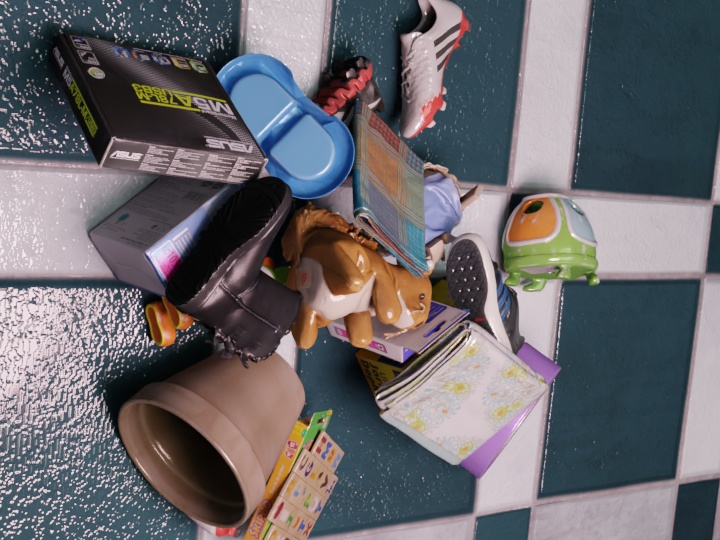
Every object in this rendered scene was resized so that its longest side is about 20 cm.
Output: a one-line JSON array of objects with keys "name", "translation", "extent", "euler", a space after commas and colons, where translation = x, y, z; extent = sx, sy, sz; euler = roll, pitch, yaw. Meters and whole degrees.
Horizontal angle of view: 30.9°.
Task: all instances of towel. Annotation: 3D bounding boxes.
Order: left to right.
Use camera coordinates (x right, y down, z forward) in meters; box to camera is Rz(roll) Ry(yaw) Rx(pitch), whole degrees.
[{"name": "towel", "translation": [0.038, -0.104, 1.625], "extent": [0.147, 0.022, 0.200], "euler": [41, 36, -38]}, {"name": "towel", "translation": [0.133, 0.163, 1.703], "extent": [0.171, 0.048, 0.200], "euler": [-40, 134, 14]}]

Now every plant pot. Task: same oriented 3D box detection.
[{"name": "plant pot", "translation": [-0.162, 0.181, 1.579], "extent": [0.174, 0.200, 0.200], "euler": [-44, 123, -36]}]

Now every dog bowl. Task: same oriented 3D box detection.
[{"name": "dog bowl", "translation": [-0.095, -0.173, 1.588], "extent": [0.200, 0.050, 0.111], "euler": [45, 89, 2]}]

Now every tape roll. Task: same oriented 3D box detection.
[{"name": "tape roll", "translation": [0.205, 0.202, 1.875], "extent": [0.200, 0.066, 0.200], "euler": [-52, 168, -15]}]

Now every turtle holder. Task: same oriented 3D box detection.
[{"name": "turtle holder", "translation": [0.295, -0.041, 1.932], "extent": [0.185, 0.141, 0.132], "euler": [4, 79, -30]}]

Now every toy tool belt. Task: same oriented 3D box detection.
[{"name": "toy tool belt", "translation": [0.068, -0.058, 1.752], "extent": [0.200, 0.123, 0.125], "euler": [-42, 117, -25]}]

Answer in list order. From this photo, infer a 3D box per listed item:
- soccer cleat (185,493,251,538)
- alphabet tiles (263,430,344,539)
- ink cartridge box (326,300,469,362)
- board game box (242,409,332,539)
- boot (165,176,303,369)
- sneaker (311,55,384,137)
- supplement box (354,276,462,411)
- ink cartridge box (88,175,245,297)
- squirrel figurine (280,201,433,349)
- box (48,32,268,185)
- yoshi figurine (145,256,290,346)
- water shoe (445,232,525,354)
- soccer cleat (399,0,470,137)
[{"name": "soccer cleat", "translation": [-0.152, 0.256, 1.675], "extent": [0.200, 0.085, 0.069], "euler": [-55, 162, -39]}, {"name": "alphabet tiles", "translation": [-0.074, 0.299, 1.713], "extent": [0.167, 0.006, 0.200], "euler": [-61, 161, -12]}, {"name": "ink cartridge box", "translation": [0.048, 0.069, 1.712], "extent": [0.095, 0.200, 0.037], "euler": [-37, 120, -27]}, {"name": "board game box", "translation": [-0.094, 0.269, 1.677], "extent": [0.200, 0.030, 0.096], "euler": [-64, 167, 3]}, {"name": "boot", "translation": [-0.118, 0.007, 1.487], "extent": [0.198, 0.073, 0.162], "euler": [-51, 139, -5]}, {"name": "sneaker", "translation": [-0.039, -0.184, 1.677], "extent": [0.200, 0.071, 0.098], "euler": [-48, 122, -23]}, {"name": "supplement box", "translation": [0.111, 0.111, 1.830], "extent": [0.200, 0.109, 0.109], "euler": [-39, 120, -28]}, {"name": "ink cartridge box", "translation": [-0.197, -0.064, 1.530], "extent": [0.200, 0.136, 0.076], "euler": [-43, 125, -24]}, {"name": "squirrel figurine", "translation": [0.000, 0.000, 1.640], "extent": [0.186, 0.200, 0.142], "euler": [3, 134, -37]}, {"name": "box", "translation": [-0.227, -0.180, 1.457], "extent": [0.200, 0.193, 0.048], "euler": [6, 128, -38]}, {"name": "yoshi figurine", "translation": [-0.156, 0.052, 1.614], "extent": [0.200, 0.112, 0.112], "euler": [-15, 124, -38]}, {"name": "water shoe", "translation": [0.170, 0.034, 1.764], "extent": [0.079, 0.071, 0.200], "euler": [-37, 120, -47]}, {"name": "soccer cleat", "translation": [0.082, -0.277, 1.756], "extent": [0.085, 0.069, 0.200], "euler": [27, 78, -30]}]
